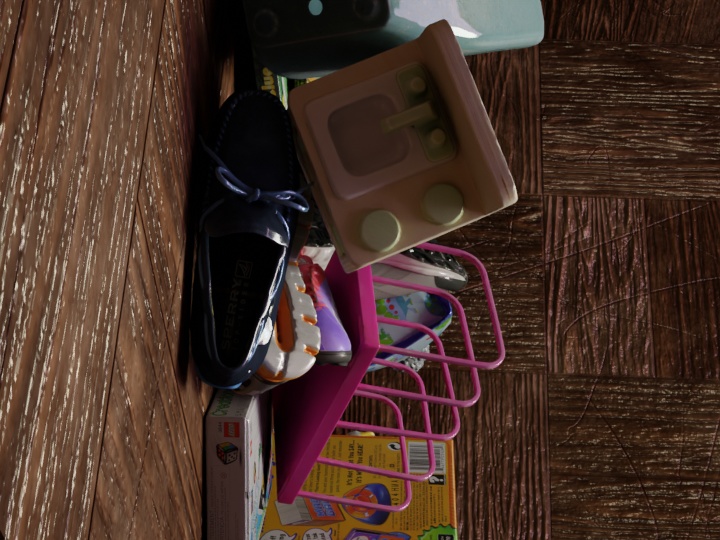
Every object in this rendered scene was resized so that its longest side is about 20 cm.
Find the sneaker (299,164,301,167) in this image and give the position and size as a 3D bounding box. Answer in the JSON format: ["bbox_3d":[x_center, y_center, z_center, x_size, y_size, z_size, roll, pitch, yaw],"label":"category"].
[{"bbox_3d":[-0.062,-0.149,1.465,0.200,0.080,0.084,86,19,-49],"label":"sneaker"}]

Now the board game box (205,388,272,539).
[{"bbox_3d":[-0.095,0.148,1.237,0.200,0.035,0.127,-82,173,-79],"label":"board game box"}]

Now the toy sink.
[{"bbox_3d":[0.018,-0.078,1.077,0.200,0.112,0.131,164,-96,-83],"label":"toy sink"}]

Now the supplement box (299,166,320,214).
[{"bbox_3d":[-0.024,-0.082,1.491,0.200,0.061,0.109,-56,173,-8],"label":"supplement box"}]

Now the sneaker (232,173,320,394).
[{"bbox_3d":[-0.081,-0.002,1.122,0.077,0.078,0.200,-44,-138,48],"label":"sneaker"}]

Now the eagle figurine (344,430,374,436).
[{"bbox_3d":[-0.059,0.198,1.703,0.152,0.151,0.200,25,-23,49],"label":"eagle figurine"}]

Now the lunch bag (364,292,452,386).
[{"bbox_3d":[-0.016,0.056,1.487,0.128,0.200,0.170,61,0,6],"label":"lunch bag"}]

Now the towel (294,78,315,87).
[{"bbox_3d":[-0.050,-0.221,1.360,0.086,0.018,0.200,36,49,-78],"label":"towel"}]

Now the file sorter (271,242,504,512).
[{"bbox_3d":[0.018,0.086,1.273,0.139,0.125,0.200,-97,-154,-45],"label":"file sorter"}]

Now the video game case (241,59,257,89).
[{"bbox_3d":[-0.095,-0.075,1.299,0.200,0.019,0.143,-87,179,-62],"label":"video game case"}]

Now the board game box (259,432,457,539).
[{"bbox_3d":[-0.013,0.294,1.476,0.200,0.199,0.200,-87,179,-61],"label":"board game box"}]

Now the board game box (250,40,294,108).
[{"bbox_3d":[-0.076,-0.199,1.289,0.105,0.023,0.200,-89,173,-67],"label":"board game box"}]

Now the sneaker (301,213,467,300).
[{"bbox_3d":[0.000,0.000,1.362,0.074,0.200,0.079,-124,-136,-56],"label":"sneaker"}]

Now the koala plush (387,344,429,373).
[{"bbox_3d":[-0.006,0.035,1.820,0.200,0.177,0.184,114,-14,-74],"label":"koala plush"}]

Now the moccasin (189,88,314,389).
[{"bbox_3d":[-0.069,-0.022,1.018,0.068,0.080,0.200,156,-65,-78],"label":"moccasin"}]

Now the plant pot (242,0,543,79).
[{"bbox_3d":[0.003,-0.241,1.159,0.200,0.195,0.197,-31,114,-61],"label":"plant pot"}]

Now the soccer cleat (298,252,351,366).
[{"bbox_3d":[-0.049,0.026,1.202,0.200,0.068,0.073,-140,-123,-74],"label":"soccer cleat"}]
